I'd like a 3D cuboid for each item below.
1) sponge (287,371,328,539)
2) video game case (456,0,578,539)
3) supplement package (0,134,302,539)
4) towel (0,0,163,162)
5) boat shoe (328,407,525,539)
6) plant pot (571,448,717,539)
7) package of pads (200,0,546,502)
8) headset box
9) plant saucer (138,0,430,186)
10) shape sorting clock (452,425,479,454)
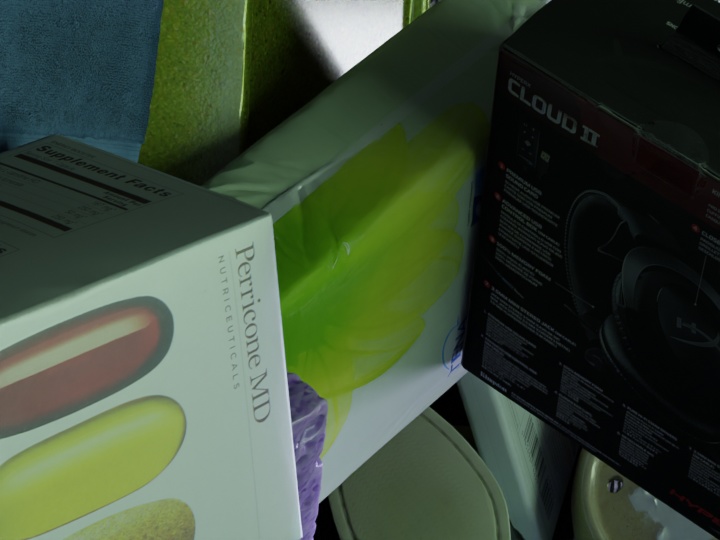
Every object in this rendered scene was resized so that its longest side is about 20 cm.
[{"bbox_3d":[-0.068,0.129,0.911,0.112,0.030,0.200,-27,142,-30],"label":"sponge"},{"bbox_3d":[0.079,0.003,1.208,0.182,0.022,0.200,-68,150,-42],"label":"video game case"},{"bbox_3d":[-0.129,0.050,0.734,0.200,0.109,0.114,-24,120,-36],"label":"supplement package"},{"bbox_3d":[-0.118,-0.044,0.844,0.112,0.049,0.200,3,97,-57],"label":"towel"},{"bbox_3d":[0.046,0.143,1.102,0.074,0.199,0.066,-33,162,-15],"label":"boat shoe"},{"bbox_3d":[0.178,0.114,1.249,0.200,0.187,0.188,28,74,-68],"label":"plant pot"},{"bbox_3d":[0.000,0.000,0.977,0.200,0.068,0.155,-39,152,-34],"label":"package of pads"},{"bbox_3d":[0.121,-0.009,0.927,0.077,0.149,0.200,-41,152,-33],"label":"headset box"},{"bbox_3d":[-0.026,-0.110,0.990,0.200,0.048,0.200,-16,112,-58],"label":"plant saucer"},{"bbox_3d":[0.039,0.172,1.197,0.200,0.039,0.200,12,76,-62],"label":"shape sorting clock"}]
